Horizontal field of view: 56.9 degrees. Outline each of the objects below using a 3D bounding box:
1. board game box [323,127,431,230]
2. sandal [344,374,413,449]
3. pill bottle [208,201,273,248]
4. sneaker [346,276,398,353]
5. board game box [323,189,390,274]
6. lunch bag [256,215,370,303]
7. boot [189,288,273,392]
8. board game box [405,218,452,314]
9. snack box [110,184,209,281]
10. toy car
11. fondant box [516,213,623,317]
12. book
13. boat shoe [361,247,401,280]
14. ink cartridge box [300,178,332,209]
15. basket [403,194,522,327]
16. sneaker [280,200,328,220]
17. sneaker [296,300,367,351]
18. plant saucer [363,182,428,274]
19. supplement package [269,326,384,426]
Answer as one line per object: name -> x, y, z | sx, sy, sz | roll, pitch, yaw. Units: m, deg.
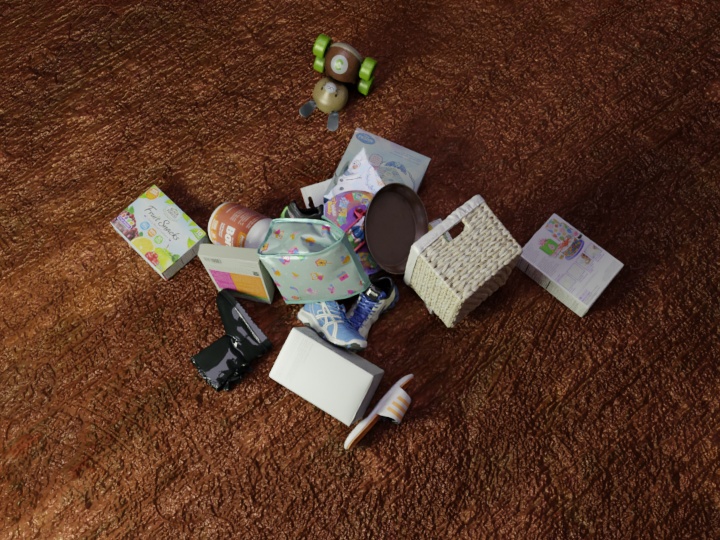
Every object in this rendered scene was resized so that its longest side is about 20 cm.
board game box -> 0.041, -0.213, 1.581 | 0.198, 0.043, 0.201 | 24, 74, 5
sandal -> 0.053, 0.308, 1.388 | 0.059, 0.079, 0.207 | 40, 81, 17
pill bottle -> -0.247, -0.077, 1.519 | 0.198, 0.113, 0.113 | 25, 67, 34
sneaker -> 0.010, 0.081, 1.467 | 0.080, 0.116, 0.200 | 35, 72, 18
board game box -> -0.006, -0.091, 1.493 | 0.155, 0.039, 0.203 | 3, 76, -7
lunch bag -> -0.089, -0.020, 1.393 | 0.197, 0.171, 0.123 | -2, 49, 24
boot -> -0.305, 0.157, 1.468 | 0.162, 0.074, 0.198 | -39, 71, -12
board game box -> 0.175, -0.012, 1.549 | 0.125, 0.035, 0.202 | -23, 67, -10
snack box -> -0.480, -0.092, 1.595 | 0.199, 0.053, 0.142 | 40, 71, 18
toy car -> -0.073, -0.468, 1.713 | 0.163, 0.158, 0.202 | 26, 79, 2
fondant box -> 0.477, -0.014, 1.529 | 0.200, 0.058, 0.144 | 41, 73, 17
book -> -0.269, 0.007, 1.462 | 0.131, 0.201, 0.049 | 7, 66, 4
boat shoe -> 0.000, 0.000, 1.535 | 0.198, 0.065, 0.073 | -30, 102, -10
ink cartridge box -> -0.037, -0.173, 1.621 | 0.197, 0.050, 0.110 | -17, 68, -5
basket -> 0.217, -0.015, 1.422 | 0.197, 0.201, 0.161 | -37, 72, -15
sneaker -> -0.085, -0.106, 1.537 | 0.198, 0.077, 0.085 | 18, 104, -20
sneaker -> -0.057, 0.108, 1.417 | 0.199, 0.075, 0.078 | 30, 93, 38
plant saucer -> 0.075, -0.093, 1.486 | 0.034, 0.200, 0.202 | 1, 55, 49
supplement package -> -0.067, 0.216, 1.389 | 0.198, 0.117, 0.118 | 28, 92, 14
